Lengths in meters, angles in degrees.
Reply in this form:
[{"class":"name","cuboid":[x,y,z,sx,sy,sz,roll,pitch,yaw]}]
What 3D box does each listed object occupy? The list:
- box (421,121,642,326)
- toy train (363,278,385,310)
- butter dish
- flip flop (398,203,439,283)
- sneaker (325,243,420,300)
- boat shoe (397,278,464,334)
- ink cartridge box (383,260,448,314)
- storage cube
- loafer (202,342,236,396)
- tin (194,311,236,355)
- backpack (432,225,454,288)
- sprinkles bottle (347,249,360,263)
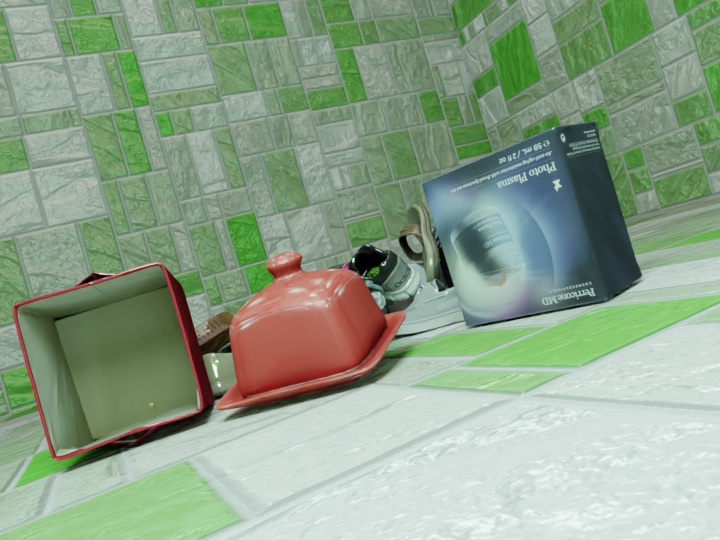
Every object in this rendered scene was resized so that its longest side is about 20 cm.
[{"class":"box","cuboid":[0.209,-0.052,0.783,0.199,0.201,0.123,-18,1,45]},{"class":"toy train","cuboid":[-0.045,0.055,0.953,0.113,0.086,0.199,17,-19,-27]},{"class":"butter dish","cuboid":[-0.067,0.051,0.727,0.198,0.149,0.199,-16,10,19]},{"class":"flip flop","cuboid":[0.093,-0.043,1.038,0.057,0.082,0.201,-10,37,3]},{"class":"sneaker","cuboid":[0.000,0.000,1.017,0.198,0.088,0.074,0,51,42]},{"class":"boat shoe","cuboid":[0.119,0.046,0.941,0.198,0.069,0.072,-17,-1,29]},{"class":"ink cartridge box","cuboid":[0.117,0.034,1.154,0.144,0.085,0.200,-7,-4,-18]},{"class":"storage cube","cuboid":[-0.288,0.108,0.774,0.169,0.202,0.180,-17,-7,-11]},{"class":"loafer","cuboid":[-0.179,0.140,0.984,0.075,0.069,0.200,-17,0,21]},{"class":"tin","cuboid":[-0.254,0.138,0.978,0.199,0.042,0.113,-34,-33,-43]},{"class":"backpack","cuboid":[0.207,-0.066,1.019,0.180,0.136,0.201,-7,39,-3]},{"class":"sprinkles bottle","cuboid":[-0.045,0.056,1.119,0.200,0.068,0.068,-47,4,-9]}]
